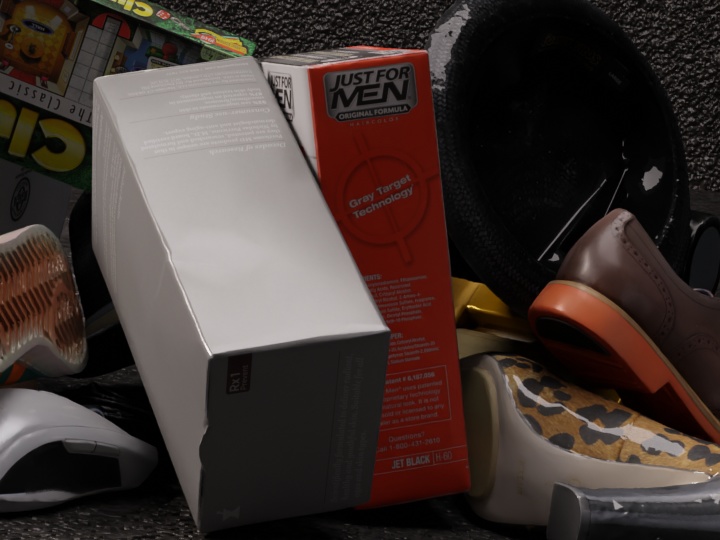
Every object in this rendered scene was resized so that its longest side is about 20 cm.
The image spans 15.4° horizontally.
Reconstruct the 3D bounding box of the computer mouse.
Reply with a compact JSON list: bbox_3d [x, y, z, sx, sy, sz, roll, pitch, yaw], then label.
[{"bbox_3d":[-0.128,0.073,1.186,0.109,0.044,0.200,13,9,30],"label":"computer mouse"}]

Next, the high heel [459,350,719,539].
[{"bbox_3d":[0.124,0.089,1.229,0.142,0.072,0.200,5,17,-22],"label":"high heel"}]

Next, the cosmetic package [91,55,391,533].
[{"bbox_3d":[-0.058,0.007,1.170,0.090,0.107,0.200,-10,44,-19],"label":"cosmetic package"}]

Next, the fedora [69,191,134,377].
[{"bbox_3d":[-0.084,-0.022,1.379,0.200,0.092,0.201,-24,-5,-2],"label":"fedora"}]

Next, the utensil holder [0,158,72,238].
[{"bbox_3d":[-0.264,-0.061,1.379,0.199,0.171,0.170,12,8,9],"label":"utensil holder"}]

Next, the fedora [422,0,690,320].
[{"bbox_3d":[0.074,-0.046,1.312,0.200,0.202,0.091,0,-18,-45],"label":"fedora"}]

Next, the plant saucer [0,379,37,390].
[{"bbox_3d":[-0.265,0.037,1.379,0.199,0.032,0.200,9,8,-1],"label":"plant saucer"}]

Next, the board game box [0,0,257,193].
[{"bbox_3d":[-0.158,-0.098,1.253,0.199,0.105,0.024,21,38,-4],"label":"board game box"}]

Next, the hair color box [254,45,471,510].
[{"bbox_3d":[0.000,0.000,1.224,0.061,0.201,0.101,-9,9,-16],"label":"hair color box"}]

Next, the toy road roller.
[{"bbox_3d":[0.112,0.057,1.389,0.122,0.146,0.200,12,46,27],"label":"toy road roller"}]

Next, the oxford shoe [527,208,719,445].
[{"bbox_3d":[0.163,0.051,1.255,0.071,0.073,0.200,9,-30,50],"label":"oxford shoe"}]

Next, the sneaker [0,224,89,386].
[{"bbox_3d":[-0.181,0.022,1.185,0.080,0.072,0.200,-13,-3,12],"label":"sneaker"}]
